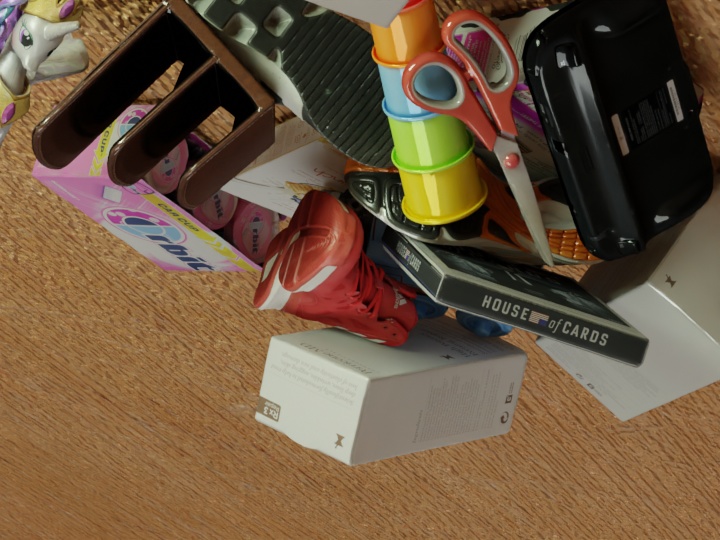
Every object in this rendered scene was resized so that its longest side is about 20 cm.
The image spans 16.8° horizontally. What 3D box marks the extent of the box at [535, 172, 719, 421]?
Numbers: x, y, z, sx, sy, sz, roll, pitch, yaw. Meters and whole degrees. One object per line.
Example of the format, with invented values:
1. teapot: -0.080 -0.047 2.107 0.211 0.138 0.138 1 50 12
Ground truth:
1. box: 0.236 0.020 1.812 0.097 0.125 0.200 42 156 -6

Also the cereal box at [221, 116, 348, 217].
1. cereal box: -0.003 -0.075 1.890 0.143 0.040 0.200 22 159 -25

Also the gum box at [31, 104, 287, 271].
1. gum box: -0.160 -0.063 1.997 0.113 0.066 0.200 3 157 35

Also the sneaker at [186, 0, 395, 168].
1. sneaker: -0.043 -0.149 1.647 0.200 0.074 0.088 45 172 -10

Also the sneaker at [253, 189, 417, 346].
1. sneaker: 0.000 0.000 1.750 0.115 0.079 0.200 17 170 -12

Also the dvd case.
1. dvd case: 0.102 0.014 1.676 0.150 0.025 0.200 18 -171 -13

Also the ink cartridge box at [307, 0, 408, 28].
1. ink cartridge box: -0.006 -0.233 1.333 0.125 0.129 0.200 18 161 -10

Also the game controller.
1. game controller: 0.169 -0.096 1.562 0.042 0.104 0.200 36 157 45

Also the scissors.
1. scissors: 0.099 -0.085 1.583 0.200 0.073 0.014 49 -176 -31

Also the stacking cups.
1. stacking cups: 0.032 -0.126 1.579 0.060 0.061 0.201 4 129 29

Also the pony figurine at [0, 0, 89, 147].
1. pony figurine: -0.265 -0.132 1.696 0.166 0.201 0.193 22 -168 -33

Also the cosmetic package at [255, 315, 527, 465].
1. cosmetic package: 0.025 0.086 1.834 0.101 0.074 0.200 22 -164 35

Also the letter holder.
1. letter holder: -0.142 -0.092 1.682 0.101 0.142 0.200 47 176 2

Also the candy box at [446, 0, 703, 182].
1. candy box: 0.114 -0.116 1.662 0.199 0.061 0.136 -7 151 45

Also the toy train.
1. toy train: 0.052 -0.015 1.848 0.199 0.087 0.114 12 154 5

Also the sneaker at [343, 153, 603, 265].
1. sneaker: 0.083 -0.038 1.704 0.199 0.076 0.092 16 166 -2
